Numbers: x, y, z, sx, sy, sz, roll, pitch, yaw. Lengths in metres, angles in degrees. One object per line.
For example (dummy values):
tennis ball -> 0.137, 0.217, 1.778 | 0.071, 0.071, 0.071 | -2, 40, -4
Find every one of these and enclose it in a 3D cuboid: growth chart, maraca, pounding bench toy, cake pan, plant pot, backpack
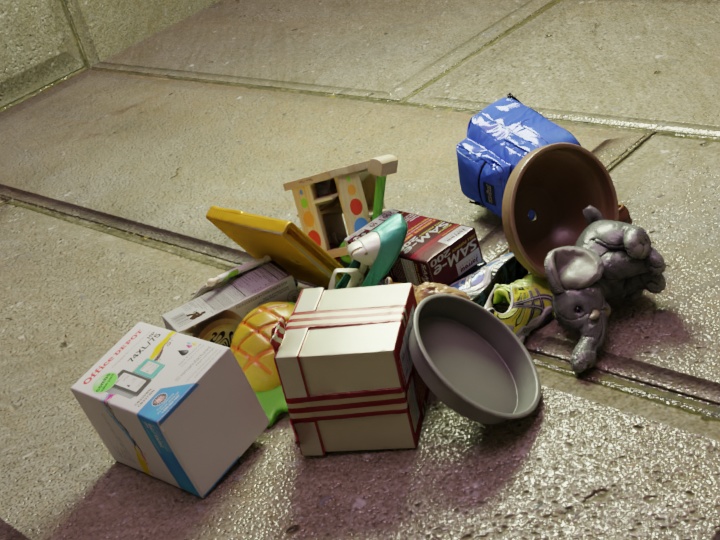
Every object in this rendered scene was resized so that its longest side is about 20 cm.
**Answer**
growth chart -> -0.220, 0.026, 1.841 | 0.144, 0.018, 0.200 | -25, -8, -34
maraca -> -0.133, 0.133, 1.649 | 0.136, 0.107, 0.202 | -5, 56, 27
pounding bench toy -> -0.005, -0.096, 1.880 | 0.124, 0.158, 0.199 | -18, 5, -42
cake pan -> 0.143, 0.118, 1.471 | 0.037, 0.199, 0.201 | -52, 9, 33
plant pot -> 0.278, -0.085, 1.692 | 0.200, 0.202, 0.092 | -31, 14, -25
backpack -> 0.271, -0.167, 1.915 | 0.167, 0.163, 0.199 | -39, 47, -20

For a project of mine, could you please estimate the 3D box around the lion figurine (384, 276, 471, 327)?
lion figurine -> 0.069, 0.067, 1.626 | 0.121, 0.073, 0.200 | 13, -23, -23

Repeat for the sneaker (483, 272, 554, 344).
sneaker -> 0.227, 0.047, 1.633 | 0.075, 0.077, 0.200 | 1, 30, 33

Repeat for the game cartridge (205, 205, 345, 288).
game cartridge -> -0.126, -0.036, 1.787 | 0.199, 0.176, 0.033 | 16, 71, 46

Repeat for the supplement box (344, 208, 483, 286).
supplement box -> 0.080, -0.032, 1.759 | 0.108, 0.061, 0.199 | -35, 31, -29

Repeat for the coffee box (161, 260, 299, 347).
coffee box -> -0.188, 0.084, 1.749 | 0.199, 0.114, 0.080 | -27, 29, -20

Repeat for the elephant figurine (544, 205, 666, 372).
elephant figurine -> 0.312, 0.023, 1.576 | 0.199, 0.142, 0.155 | -35, 14, -13

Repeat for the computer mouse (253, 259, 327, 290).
computer mouse -> -0.120, 0.005, 1.924 | 0.139, 0.046, 0.200 | -19, 28, -4

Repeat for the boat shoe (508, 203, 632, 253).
boat shoe -> 0.327, -0.062, 1.784 | 0.198, 0.068, 0.072 | -10, 28, 11

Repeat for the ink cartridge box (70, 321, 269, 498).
ink cartridge box -> -0.260, 0.185, 1.554 | 0.199, 0.147, 0.147 | 11, 46, 41

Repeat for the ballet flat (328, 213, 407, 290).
ballet flat -> 0.000, 0.000, 1.695 | 0.070, 0.201, 0.067 | 20, 15, -34

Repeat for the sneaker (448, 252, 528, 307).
sneaker -> 0.174, 0.028, 1.694 | 0.199, 0.076, 0.077 | -35, 35, -30

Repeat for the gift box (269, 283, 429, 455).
gift box -> -0.020, 0.131, 1.501 | 0.185, 0.186, 0.200 | -5, 26, 17

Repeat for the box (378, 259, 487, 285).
box -> 0.084, 0.019, 1.786 | 0.198, 0.051, 0.158 | -25, 29, -14
